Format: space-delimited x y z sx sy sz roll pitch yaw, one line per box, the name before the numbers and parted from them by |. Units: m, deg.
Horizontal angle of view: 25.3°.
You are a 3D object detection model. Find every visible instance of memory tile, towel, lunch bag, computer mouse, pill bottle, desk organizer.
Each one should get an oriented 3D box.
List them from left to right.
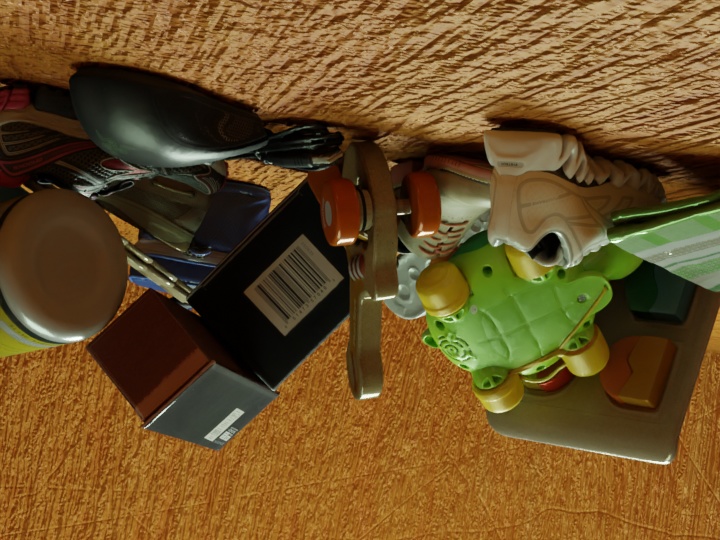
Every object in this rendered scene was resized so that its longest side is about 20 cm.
pill bottle | -0.273 0.009 1.214 0.111 0.113 0.199 12 163 -42
memory tile | -0.223 -0.034 1.358 0.153 0.017 0.200 35 176 26
desk organizer | -0.134 0.080 1.242 0.077 0.072 0.200 49 -179 15
computer mouse | -0.118 -0.092 1.103 0.137 0.053 0.199 7 176 41
lunch bag | -0.167 -0.023 1.660 0.134 0.134 0.200 9 177 -4
towel | 0.267 -0.031 1.080 0.148 0.031 0.199 -17 161 28

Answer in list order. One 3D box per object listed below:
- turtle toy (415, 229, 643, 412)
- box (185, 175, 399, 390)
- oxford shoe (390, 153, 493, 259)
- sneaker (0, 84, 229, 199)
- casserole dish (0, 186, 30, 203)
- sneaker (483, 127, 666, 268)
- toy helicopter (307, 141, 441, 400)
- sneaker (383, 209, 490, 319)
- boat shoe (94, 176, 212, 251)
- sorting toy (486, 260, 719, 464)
turtle toy | 0.137 0.011 1.257 0.198 0.146 0.102 -24 -147 11
box | -0.056 0.005 1.350 0.104 0.148 0.200 46 179 -4
oxford shoe | 0.070 -0.044 1.192 0.070 0.075 0.200 10 176 -13
sneaker | -0.194 -0.086 1.223 0.198 0.076 0.080 11 176 -33
casserole dish | -0.315 -0.074 1.320 0.199 0.039 0.121 37 175 7
sneaker | 0.140 -0.040 1.062 0.075 0.082 0.199 4 175 37
toy helicopter | 0.000 0.000 1.195 0.078 0.202 0.132 -6 -154 -16
sneaker | 0.117 -0.034 1.406 0.199 0.081 0.146 -33 180 44
boat shoe | -0.217 -0.089 1.337 0.199 0.065 0.072 30 179 -19
sorting toy | 0.198 0.045 1.296 0.184 0.202 0.036 6 162 43
